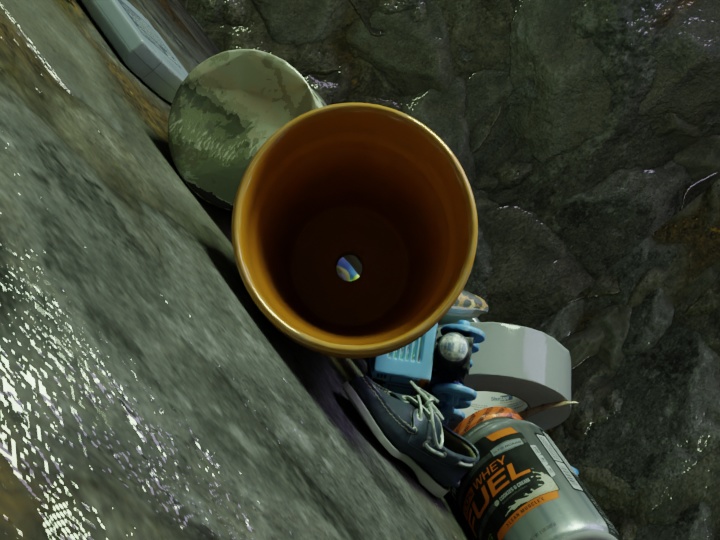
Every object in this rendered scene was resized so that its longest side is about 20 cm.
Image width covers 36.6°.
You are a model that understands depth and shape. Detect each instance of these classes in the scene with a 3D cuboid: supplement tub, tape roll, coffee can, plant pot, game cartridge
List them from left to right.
[{"bbox_3d":[-0.253,-0.260,1.259,0.134,0.041,0.200,57,5,11],"label":"game cartridge"},{"bbox_3d":[-0.101,-0.133,1.088,0.147,0.146,0.200,51,4,0],"label":"coffee can"},{"bbox_3d":[-0.006,-0.019,0.949,0.201,0.199,0.183,52,-7,7],"label":"plant pot"},{"bbox_3d":[0.152,0.133,1.299,0.200,0.197,0.067,47,41,-51],"label":"tape roll"},{"bbox_3d":[0.164,0.234,1.080,0.123,0.122,0.201,48,5,-37],"label":"supplement tub"}]

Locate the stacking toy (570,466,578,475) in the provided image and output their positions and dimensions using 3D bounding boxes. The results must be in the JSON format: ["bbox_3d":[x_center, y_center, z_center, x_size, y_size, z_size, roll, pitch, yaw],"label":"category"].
[{"bbox_3d":[0.261,0.361,1.380,0.116,0.108,0.203,80,-14,-74],"label":"stacking toy"}]

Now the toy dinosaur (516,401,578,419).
[{"bbox_3d":[0.148,0.188,1.278,0.061,0.106,0.199,53,-39,-5],"label":"toy dinosaur"}]

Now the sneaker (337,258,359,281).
[{"bbox_3d":[0.000,0.000,1.189,0.199,0.106,0.075,41,-26,-25],"label":"sneaker"}]

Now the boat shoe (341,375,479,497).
[{"bbox_3d":[0.051,0.145,1.000,0.200,0.061,0.075,49,7,-41],"label":"boat shoe"}]

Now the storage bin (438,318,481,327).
[{"bbox_3d":[0.097,0.087,1.535,0.201,0.134,0.146,52,4,18],"label":"storage bin"}]

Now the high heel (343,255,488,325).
[{"bbox_3d":[0.037,-0.021,1.112,0.072,0.196,0.145,117,-22,-67],"label":"high heel"}]

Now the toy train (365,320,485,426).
[{"bbox_3d":[0.062,0.099,1.108,0.112,0.088,0.200,11,-18,2],"label":"toy train"}]
